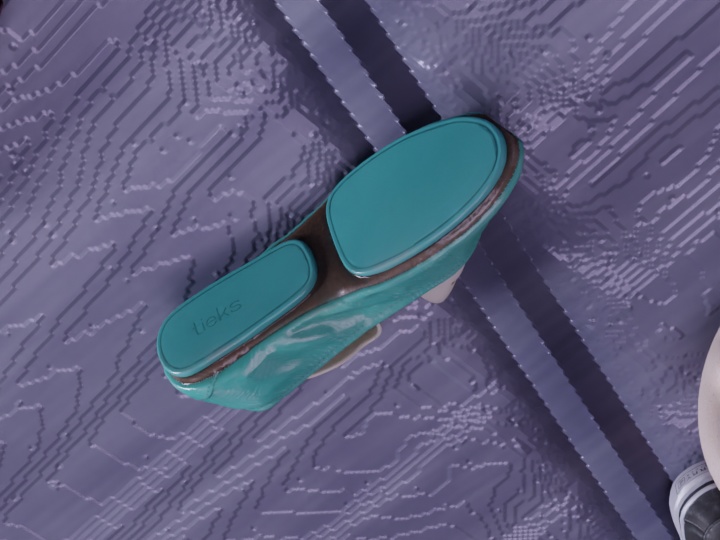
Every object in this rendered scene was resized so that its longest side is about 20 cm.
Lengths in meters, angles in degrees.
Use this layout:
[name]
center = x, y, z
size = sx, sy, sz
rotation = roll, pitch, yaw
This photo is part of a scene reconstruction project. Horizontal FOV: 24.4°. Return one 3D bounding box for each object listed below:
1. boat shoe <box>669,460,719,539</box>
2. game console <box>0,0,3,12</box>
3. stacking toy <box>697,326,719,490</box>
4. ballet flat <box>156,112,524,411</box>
[boat shoe]
center = 0.211, 0.188, 0.870
size = 0.072, 0.071, 0.200
rotation = -25, 122, 14
[game console]
center = -0.257, -0.099, 0.690
size = 0.199, 0.031, 0.177
rotation = 17, 121, -12
[stacking toy]
center = 0.269, 0.081, 0.783
size = 0.200, 0.146, 0.146
rotation = 27, 120, -36
[ballet flat]
center = 0.000, 0.000, 0.752
size = 0.200, 0.067, 0.070
rotation = -34, 143, 19
